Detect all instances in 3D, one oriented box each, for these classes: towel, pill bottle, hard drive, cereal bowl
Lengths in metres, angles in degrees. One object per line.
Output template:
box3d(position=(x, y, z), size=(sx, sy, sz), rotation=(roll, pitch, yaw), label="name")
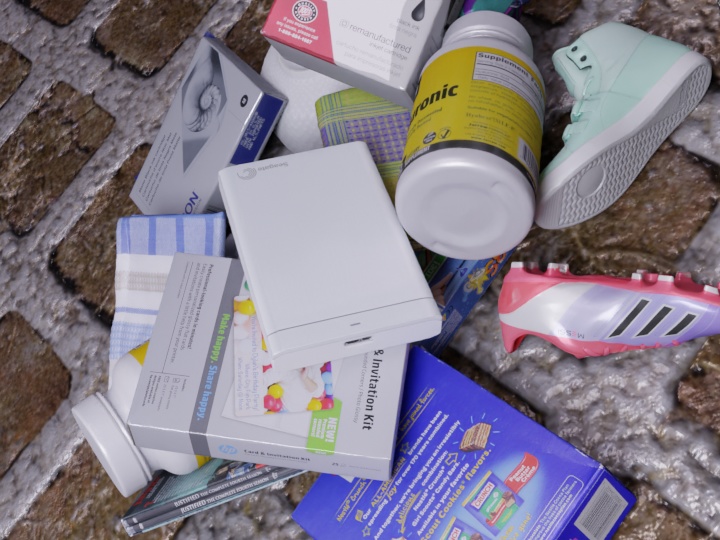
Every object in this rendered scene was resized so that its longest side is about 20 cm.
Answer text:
box3d(position=(0.039, -0.094, 0.979), size=(0.141, 0.023, 0.202), rotation=(-10, 50, -7), label="towel")
box3d(position=(0.095, -0.117, 0.911), size=(0.110, 0.112, 0.202), rotation=(-13, 44, 27), label="pill bottle")
box3d(position=(-0.184, 0.047, 1.042), size=(0.145, 0.024, 0.204), rotation=(2, 87, 39), label="towel")
box3d(position=(-0.029, -0.018, 0.878), size=(0.130, 0.027, 0.202), rotation=(-12, 49, -11), label="hard drive")
box3d(position=(-0.134, 0.096, 0.932), size=(0.199, 0.114, 0.112), rotation=(-34, 43, -20), label="pill bottle")
box3d(position=(-0.026, -0.216, 1.150), size=(0.198, 0.083, 0.203), rotation=(-18, 54, 25), label="cereal bowl")

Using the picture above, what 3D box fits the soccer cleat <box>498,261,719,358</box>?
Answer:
box3d(position=(0.197, 0.037, 0.854), size=(0.197, 0.066, 0.078), rotation=(7, 96, 31), label="soccer cleat")

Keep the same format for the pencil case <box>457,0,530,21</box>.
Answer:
box3d(position=(0.058, -0.258, 1.060), size=(0.198, 0.092, 0.086), rotation=(29, 117, 14), label="pencil case")

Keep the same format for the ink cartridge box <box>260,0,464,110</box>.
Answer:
box3d(position=(0.020, -0.266, 0.981), size=(0.145, 0.083, 0.203), rotation=(22, 90, 12), label="ink cartridge box")

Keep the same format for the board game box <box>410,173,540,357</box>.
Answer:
box3d(position=(0.062, -0.019, 0.991), size=(0.135, 0.034, 0.201), rotation=(31, 81, 44), label="board game box")

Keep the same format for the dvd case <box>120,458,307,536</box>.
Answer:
box3d(position=(-0.095, 0.149, 0.948), size=(0.198, 0.022, 0.146), rotation=(-23, 15, 19), label="dvd case")

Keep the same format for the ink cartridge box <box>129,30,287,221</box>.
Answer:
box3d(position=(-0.178, -0.140, 1.190), size=(0.200, 0.040, 0.202), rotation=(44, 112, 45), label="ink cartridge box")

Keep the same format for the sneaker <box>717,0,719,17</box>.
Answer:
box3d(position=(0.335, -0.173, 0.876), size=(0.089, 0.078, 0.203), rotation=(-13, 55, 23), label="sneaker")

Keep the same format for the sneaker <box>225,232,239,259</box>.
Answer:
box3d(position=(-0.114, -0.004, 1.082), size=(0.199, 0.075, 0.116), rotation=(-31, 30, 36), label="sneaker")

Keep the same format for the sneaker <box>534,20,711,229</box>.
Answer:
box3d(position=(0.189, -0.127, 0.946), size=(0.200, 0.074, 0.118), rotation=(-43, 52, -10), label="sneaker")

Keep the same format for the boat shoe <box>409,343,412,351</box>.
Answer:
box3d(position=(0.000, 0.000, 0.962), size=(0.061, 0.072, 0.203), rotation=(-17, 60, 6), label="boat shoe")

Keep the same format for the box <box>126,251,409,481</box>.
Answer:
box3d(position=(-0.063, 0.070, 0.857), size=(0.196, 0.041, 0.158), rotation=(8, 56, 5), label="box")

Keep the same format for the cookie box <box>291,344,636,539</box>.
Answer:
box3d(position=(0.072, 0.176, 0.830), size=(0.199, 0.075, 0.172), rotation=(31, 81, 43), label="cookie box")
